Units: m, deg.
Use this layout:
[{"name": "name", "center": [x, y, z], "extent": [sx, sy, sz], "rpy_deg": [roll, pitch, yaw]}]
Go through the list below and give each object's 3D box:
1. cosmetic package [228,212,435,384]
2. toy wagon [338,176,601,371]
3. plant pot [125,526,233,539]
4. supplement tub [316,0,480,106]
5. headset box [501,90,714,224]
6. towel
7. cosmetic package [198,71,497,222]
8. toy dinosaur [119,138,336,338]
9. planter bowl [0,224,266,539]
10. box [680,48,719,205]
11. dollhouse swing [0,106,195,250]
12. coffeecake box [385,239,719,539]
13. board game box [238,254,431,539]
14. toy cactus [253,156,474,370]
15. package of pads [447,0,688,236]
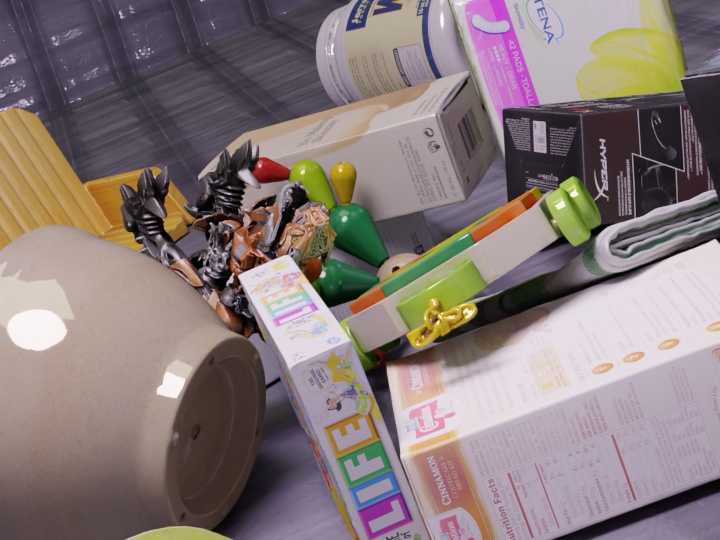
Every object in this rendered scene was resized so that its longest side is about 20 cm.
[{"name": "cosmetic package", "center": [-0.048, 0.017, 1.290], "extent": [0.200, 0.074, 0.102], "rpy_deg": [-29, 17, -29]}, {"name": "toy wagon", "center": [0.056, 0.002, 0.967], "extent": [0.155, 0.040, 0.200], "rpy_deg": [-32, 0, 14]}, {"name": "plant pot", "center": [0.009, 0.188, 0.516], "extent": [0.199, 0.188, 0.187], "rpy_deg": [8, 29, 31]}, {"name": "supplement tub", "center": [0.064, -0.239, 1.847], "extent": [0.200, 0.145, 0.145], "rpy_deg": [-5, 23, 44]}, {"name": "headset box", "center": [0.215, -0.082, 1.173], "extent": [0.199, 0.078, 0.149], "rpy_deg": [-5, 8, -16]}, {"name": "towel", "center": [0.143, -0.006, 1.058], "extent": [0.149, 0.031, 0.200], "rpy_deg": [-17, -5, -32]}, {"name": "cosmetic package", "center": [-0.009, -0.079, 1.291], "extent": [0.199, 0.071, 0.105], "rpy_deg": [-13, 19, 23]}, {"name": "toy dinosaur", "center": [-0.088, 0.000, 1.090], "extent": [0.200, 0.136, 0.102], "rpy_deg": [-39, -16, 29]}, {"name": "planter bowl", "center": [-0.139, 0.084, 1.017], "extent": [0.134, 0.201, 0.200], "rpy_deg": [12, 29, 22]}, {"name": "box", "center": [0.293, -0.078, 0.993], "extent": [0.086, 0.164, 0.200], "rpy_deg": [-2, 25, 48]}, {"name": "dollhouse swing", "center": [-0.307, -0.080, 1.752], "extent": [0.181, 0.176, 0.200], "rpy_deg": [-9, 19, 37]}, {"name": "coffeecake box", "center": [0.120, 0.067, 0.902], "extent": [0.199, 0.073, 0.154], "rpy_deg": [-20, 14, 3]}, {"name": "board game box", "center": [-0.015, 0.077, 0.933], "extent": [0.034, 0.135, 0.200], "rpy_deg": [-23, 15, -5]}, {"name": "toy cactus", "center": [0.000, 0.000, 1.190], "extent": [0.165, 0.102, 0.200], "rpy_deg": [4, 43, -19]}, {"name": "package of pads", "center": [0.168, -0.138, 1.281], "extent": [0.154, 0.201, 0.068], "rpy_deg": [-20, 11, 3]}]
